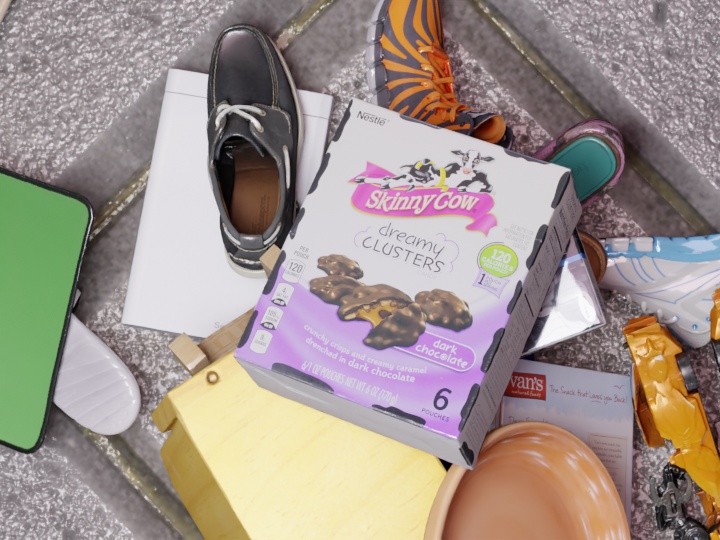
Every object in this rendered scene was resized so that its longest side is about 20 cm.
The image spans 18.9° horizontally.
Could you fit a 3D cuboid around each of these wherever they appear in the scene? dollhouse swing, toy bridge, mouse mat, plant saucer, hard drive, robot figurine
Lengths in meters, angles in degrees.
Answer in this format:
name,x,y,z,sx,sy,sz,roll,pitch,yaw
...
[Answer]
name,x,y,z,sx,sy,sz,roll,pitch,yaw
dollhouse swing,-0.040,0.155,1.565,0.181,0.176,0.201,-32,82,-2
toy bridge,-0.055,0.004,1.573,0.027,0.067,0.200,41,79,19
mouse mat,-0.283,0.023,1.633,0.160,0.008,0.202,18,100,27
plant saucer,0.110,0.204,1.479,0.037,0.199,0.202,-7,80,48
hard drive,-0.101,-0.046,1.664,0.131,0.027,0.202,10,85,5
robot figurine,0.270,0.118,1.582,0.144,0.058,0.202,-19,103,6

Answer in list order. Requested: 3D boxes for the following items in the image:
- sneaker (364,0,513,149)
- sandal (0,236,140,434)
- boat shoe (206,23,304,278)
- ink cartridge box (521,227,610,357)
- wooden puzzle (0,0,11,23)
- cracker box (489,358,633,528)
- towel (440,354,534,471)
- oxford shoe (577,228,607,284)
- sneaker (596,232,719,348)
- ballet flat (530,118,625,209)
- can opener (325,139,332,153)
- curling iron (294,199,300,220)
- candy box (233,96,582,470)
name,x,y,z,sx,sy,sz,roll,pitch,yaw
sneaker,0.064,-0.127,1.609,0.111,0.077,0.202,-6,79,43
sandal,-0.233,0.050,1.645,0.206,0.059,0.079,43,109,20
boat shoe,-0.081,-0.099,1.611,0.071,0.068,0.202,-8,68,8
ink cartridge box,0.066,0.026,1.514,0.198,0.039,0.100,-22,85,12
wooden puzzle,-0.356,-0.238,1.696,0.184,0.046,0.201,25,81,6
cracker box,0.132,0.170,1.568,0.133,0.057,0.202,11,78,-37
towel,0.070,0.134,1.601,0.146,0.050,0.202,-5,86,-15
oxford shoe,0.081,0.012,1.569,0.198,0.071,0.072,-7,111,6
sneaker,0.228,0.015,1.614,0.198,0.075,0.088,-2,89,4
ballet flat,0.117,-0.045,1.619,0.199,0.071,0.069,-38,95,18
can opener,0.000,0.000,1.649,0.066,0.053,0.202,10,83,-27
curling iron,-0.049,0.045,1.625,0.049,0.026,0.202,-8,83,1
candy box,0.034,0.006,1.446,0.166,0.072,0.201,19,74,19
